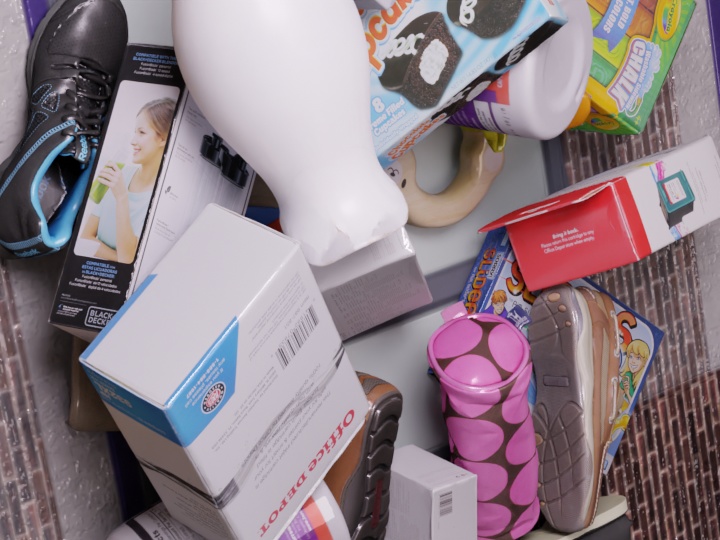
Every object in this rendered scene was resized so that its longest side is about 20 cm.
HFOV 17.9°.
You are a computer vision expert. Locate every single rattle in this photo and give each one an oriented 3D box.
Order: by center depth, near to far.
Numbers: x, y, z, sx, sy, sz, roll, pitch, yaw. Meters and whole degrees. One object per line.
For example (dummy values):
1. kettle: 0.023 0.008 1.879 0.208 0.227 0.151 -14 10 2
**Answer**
1. rattle: 0.062 -0.071 1.737 0.199 0.142 0.131 -32 132 -37

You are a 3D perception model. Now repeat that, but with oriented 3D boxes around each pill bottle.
1. pill bottle: -0.115 0.212 1.635 0.199 0.111 0.112 -31 114 -17
2. pill bottle: 0.058 -0.165 1.660 0.111 0.198 0.112 -32 128 -54

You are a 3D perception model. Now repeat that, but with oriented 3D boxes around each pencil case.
1. pencil case: 0.097 0.121 1.781 0.090 0.094 0.201 -25 138 -19

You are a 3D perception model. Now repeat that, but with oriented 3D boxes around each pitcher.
1. pitcher: -0.053 -0.123 1.506 0.121 0.172 0.201 -28 113 -10

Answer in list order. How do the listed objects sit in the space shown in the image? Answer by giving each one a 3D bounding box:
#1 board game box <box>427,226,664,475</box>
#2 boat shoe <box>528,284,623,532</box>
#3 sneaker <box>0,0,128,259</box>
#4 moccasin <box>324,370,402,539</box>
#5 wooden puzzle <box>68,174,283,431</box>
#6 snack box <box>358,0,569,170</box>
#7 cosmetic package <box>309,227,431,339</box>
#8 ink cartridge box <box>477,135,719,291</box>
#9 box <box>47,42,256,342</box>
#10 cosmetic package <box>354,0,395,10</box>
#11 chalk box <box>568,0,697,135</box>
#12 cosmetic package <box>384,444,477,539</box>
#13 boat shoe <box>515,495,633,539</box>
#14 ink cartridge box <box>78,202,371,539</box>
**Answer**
1. board game box: 0.156 0.067 1.886 0.199 0.034 0.136 32 76 -35
2. boat shoe: 0.182 0.111 1.843 0.071 0.075 0.202 -4 99 -38
3. sneaker: -0.195 -0.100 1.563 0.073 0.082 0.202 22 80 -34
4. moccasin: -0.023 0.170 1.737 0.073 0.077 0.203 -27 131 -49
5. wooden puzzle: -0.120 0.019 1.654 0.184 0.046 0.202 2 95 -36
6. snack box: 0.035 -0.161 1.579 0.117 0.200 0.037 59 25 15
7. cosmetic package: 0.000 0.000 1.648 0.082 0.200 0.051 -25 79 0
8. ink cartridge box: 0.198 -0.041 1.822 0.199 0.116 0.068 -24 95 -47
9. box: -0.133 -0.041 1.557 0.116 0.060 0.202 30 72 -59
10. cosmetic package: -0.080 -0.279 1.556 0.199 0.199 0.124 37 71 -35
11. chalk box: 0.173 -0.188 1.813 0.199 0.123 0.126 30 78 -36
12. cosmetic package: 0.050 0.245 1.779 0.050 0.082 0.202 -15 113 -37
13. boat shoe: 0.151 0.242 1.879 0.200 0.073 0.064 -16 97 -40
14. ink cartridge box: -0.086 0.078 1.528 0.145 0.083 0.201 -52 146 -22
